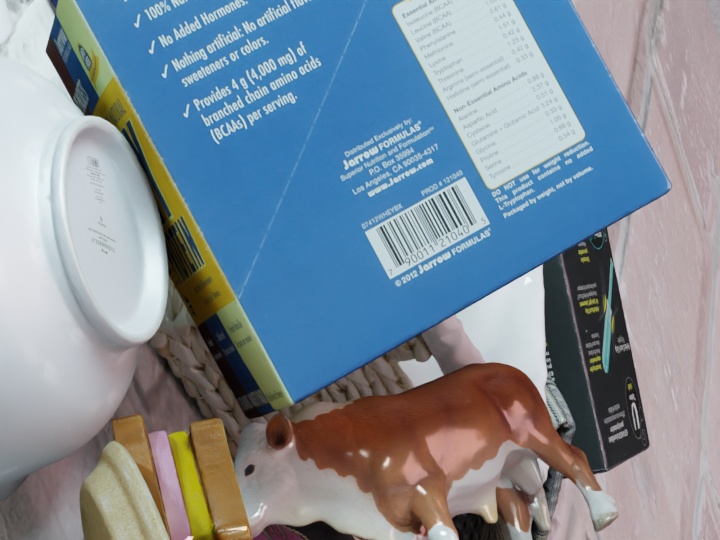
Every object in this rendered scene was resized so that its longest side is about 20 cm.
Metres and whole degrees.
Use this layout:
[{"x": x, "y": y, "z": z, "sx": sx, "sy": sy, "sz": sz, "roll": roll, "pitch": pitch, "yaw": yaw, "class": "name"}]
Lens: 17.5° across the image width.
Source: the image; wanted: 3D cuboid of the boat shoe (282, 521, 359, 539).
[{"x": -0.035, "y": 0.156, "z": 1.198, "sx": 0.200, "sy": 0.071, "sz": 0.068, "roll": 52, "pitch": 30, "yaw": -59, "class": "boat shoe"}]

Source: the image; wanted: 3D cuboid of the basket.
[{"x": 0.000, "y": 0.000, "z": 1.266, "sx": 0.199, "sy": 0.160, "sz": 0.201, "roll": 59, "pitch": 26, "yaw": -44, "class": "basket"}]

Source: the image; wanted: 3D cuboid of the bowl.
[{"x": -0.140, "y": -0.007, "z": 0.967, "sx": 0.201, "sy": 0.090, "sz": 0.202, "roll": -12, "pitch": 90, "yaw": -72, "class": "bowl"}]

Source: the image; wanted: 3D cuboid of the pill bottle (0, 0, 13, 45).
[{"x": -0.204, "y": -0.164, "z": 0.843, "sx": 0.113, "sy": 0.113, "sz": 0.201, "roll": -61, "pitch": 135, "yaw": -64, "class": "pill bottle"}]

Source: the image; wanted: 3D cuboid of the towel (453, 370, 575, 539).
[{"x": 0.067, "y": 0.104, "z": 1.406, "sx": 0.193, "sy": 0.034, "sz": 0.201, "roll": -118, "pitch": -153, "yaw": -47, "class": "towel"}]

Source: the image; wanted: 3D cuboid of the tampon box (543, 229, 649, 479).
[{"x": 0.108, "y": 0.045, "z": 1.613, "sx": 0.150, "sy": 0.126, "sz": 0.201, "roll": -5, "pitch": 83, "yaw": -71, "class": "tampon box"}]

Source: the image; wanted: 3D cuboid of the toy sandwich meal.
[{"x": -0.059, "y": 0.151, "z": 0.944, "sx": 0.205, "sy": 0.070, "sz": 0.206, "roll": 164, "pitch": -90, "yaw": -76, "class": "toy sandwich meal"}]

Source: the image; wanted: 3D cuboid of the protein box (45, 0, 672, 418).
[{"x": -0.006, "y": -0.070, "z": 1.050, "sx": 0.201, "sy": 0.198, "sz": 0.135, "roll": 61, "pitch": -13, "yaw": 0, "class": "protein box"}]

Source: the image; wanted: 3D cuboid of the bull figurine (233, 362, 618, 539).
[{"x": 0.030, "y": 0.099, "z": 1.088, "sx": 0.200, "sy": 0.065, "sz": 0.122, "roll": -20, "pitch": 69, "yaw": -45, "class": "bull figurine"}]

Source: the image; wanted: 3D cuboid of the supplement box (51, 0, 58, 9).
[{"x": -0.078, "y": -0.171, "z": 1.230, "sx": 0.200, "sy": 0.109, "sz": 0.109, "roll": -76, "pitch": 148, "yaw": -55, "class": "supplement box"}]

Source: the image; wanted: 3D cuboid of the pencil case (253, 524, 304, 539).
[{"x": -0.009, "y": 0.180, "z": 1.083, "sx": 0.199, "sy": 0.087, "sz": 0.083, "roll": 34, "pitch": 11, "yaw": -3, "class": "pencil case"}]
